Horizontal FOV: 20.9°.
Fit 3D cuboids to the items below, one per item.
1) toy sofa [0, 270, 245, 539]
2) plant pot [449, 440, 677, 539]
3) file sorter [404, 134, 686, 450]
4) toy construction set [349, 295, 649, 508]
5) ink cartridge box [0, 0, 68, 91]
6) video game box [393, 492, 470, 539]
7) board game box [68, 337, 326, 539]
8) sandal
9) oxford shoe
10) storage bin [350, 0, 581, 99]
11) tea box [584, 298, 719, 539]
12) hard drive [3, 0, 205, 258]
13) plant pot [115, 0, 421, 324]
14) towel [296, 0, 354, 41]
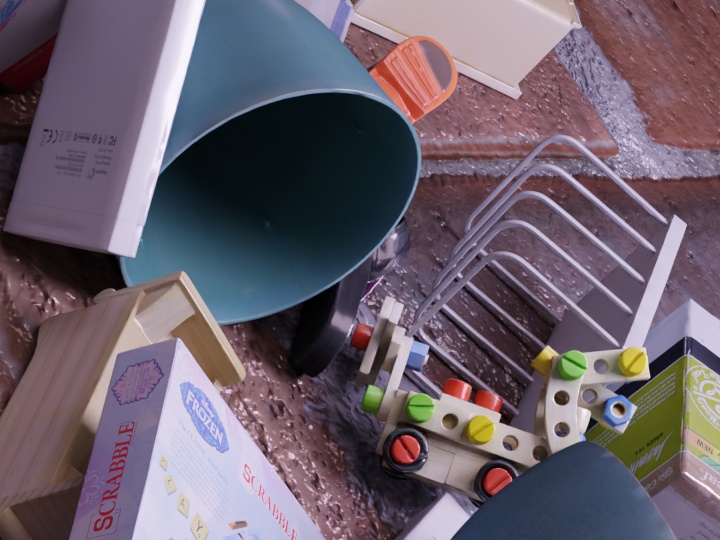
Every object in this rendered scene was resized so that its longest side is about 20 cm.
[{"bbox_3d":[-0.143,0.096,1.082,0.083,0.098,0.200,59,26,-27],"label":"toy sofa"},{"bbox_3d":[0.100,0.211,1.066,0.135,0.200,0.200,-21,65,-12],"label":"plant pot"},{"bbox_3d":[0.127,0.015,1.400,0.125,0.139,0.200,40,34,-5],"label":"file sorter"},{"bbox_3d":[0.078,0.085,1.271,0.200,0.131,0.092,16,-14,15],"label":"toy construction set"},{"bbox_3d":[-0.252,-0.208,1.192,0.148,0.086,0.200,57,5,13],"label":"ink cartridge box"},{"bbox_3d":[0.070,0.253,1.169,0.200,0.047,0.182,48,36,2],"label":"video game box"},{"bbox_3d":[-0.079,0.174,0.997,0.200,0.041,0.200,-81,149,-45],"label":"board game box"},{"bbox_3d":[-0.001,0.001,1.334,0.048,0.075,0.201,31,45,-14],"label":"sandal"},{"bbox_3d":[-0.011,-0.104,1.444,0.200,0.073,0.071,-32,90,-38],"label":"oxford shoe"},{"bbox_3d":[0.070,-0.280,1.687,0.200,0.094,0.199,20,41,-33],"label":"storage bin"},{"bbox_3d":[0.259,0.166,1.387,0.200,0.134,0.197,36,35,-16],"label":"tea box"},{"bbox_3d":[-0.146,-0.111,1.143,0.027,0.132,0.200,17,86,-36],"label":"hard drive"},{"bbox_3d":[-0.086,-0.091,1.234,0.200,0.201,0.161,9,39,-43],"label":"plant pot"},{"bbox_3d":[-0.097,-0.219,1.502,0.200,0.024,0.147,34,37,-15],"label":"towel"}]
